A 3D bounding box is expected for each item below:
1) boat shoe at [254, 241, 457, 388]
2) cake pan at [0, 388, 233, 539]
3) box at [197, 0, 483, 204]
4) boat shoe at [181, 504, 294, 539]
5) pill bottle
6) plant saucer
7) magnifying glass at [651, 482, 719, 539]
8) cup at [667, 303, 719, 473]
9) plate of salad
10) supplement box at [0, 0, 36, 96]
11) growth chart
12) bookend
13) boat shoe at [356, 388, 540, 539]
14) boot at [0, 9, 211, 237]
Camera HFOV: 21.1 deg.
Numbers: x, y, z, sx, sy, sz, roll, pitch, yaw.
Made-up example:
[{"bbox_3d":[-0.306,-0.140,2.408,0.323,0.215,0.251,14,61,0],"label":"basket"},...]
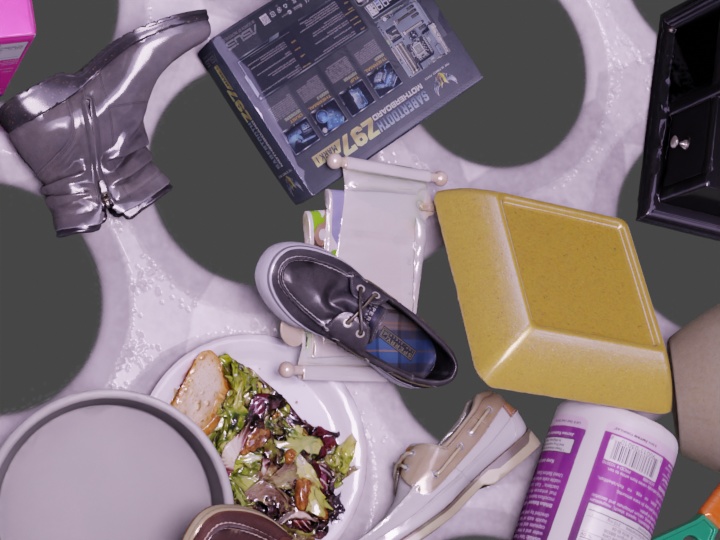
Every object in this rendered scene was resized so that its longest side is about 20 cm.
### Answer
[{"bbox_3d":[0.003,0.041,1.579,0.200,0.066,0.070,39,73,-30],"label":"boat shoe"},{"bbox_3d":[-0.200,0.193,1.528,0.198,0.037,0.202,0,92,-10],"label":"cake pan"},{"bbox_3d":[-0.016,-0.175,1.658,0.200,0.051,0.158,-36,94,-20],"label":"box"},{"bbox_3d":[-0.058,0.247,1.526,0.200,0.072,0.072,42,76,-40],"label":"boat shoe"},{"bbox_3d":[0.189,0.220,1.637,0.112,0.112,0.201,25,75,-14],"label":"pill bottle"},{"bbox_3d":[0.173,0.014,1.632,0.199,0.049,0.201,11,49,-29],"label":"plant saucer"},{"bbox_3d":[0.295,0.239,1.720,0.080,0.022,0.200,44,73,-7],"label":"magnifying glass"},{"bbox_3d":[0.342,0.102,1.681,0.142,0.200,0.202,-5,83,7],"label":"cup"},{"bbox_3d":[-0.085,0.151,1.588,0.198,0.048,0.202,3,80,-19],"label":"plate of salad"},{"bbox_3d":[-0.316,-0.198,1.481,0.103,0.200,0.102,-8,84,-20],"label":"supplement box"},{"bbox_3d":[0.000,0.000,1.624,0.144,0.018,0.202,14,86,-35],"label":"growth chart"},{"bbox_3d":[0.337,-0.145,1.695,0.091,0.199,0.202,12,79,-18],"label":"bookend"},{"bbox_3d":[0.058,0.177,1.624,0.200,0.075,0.069,-36,88,-27],"label":"boat shoe"},{"bbox_3d":[-0.187,-0.119,1.589,0.199,0.070,0.132,-31,94,-7],"label":"boot"}]
